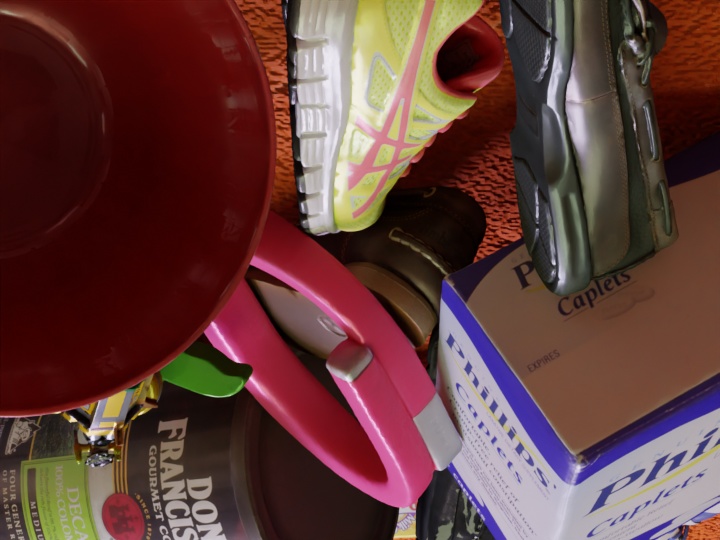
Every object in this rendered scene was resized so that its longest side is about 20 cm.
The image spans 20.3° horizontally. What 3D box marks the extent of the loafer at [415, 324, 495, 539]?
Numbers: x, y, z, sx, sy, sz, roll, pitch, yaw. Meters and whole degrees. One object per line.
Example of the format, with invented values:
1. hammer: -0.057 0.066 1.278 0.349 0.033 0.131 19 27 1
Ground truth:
1. loafer: 0.068 0.113 1.108 0.070 0.068 0.202 7 114 9

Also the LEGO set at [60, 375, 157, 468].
1. LEGO set: -0.187 0.032 0.892 0.199 0.155 0.116 -9 150 -23

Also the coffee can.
1. coffee can: -0.098 0.117 1.130 0.199 0.147 0.146 -10 152 34

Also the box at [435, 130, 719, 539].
1. box: 0.138 0.043 0.931 0.183 0.105 0.200 -28 156 -12

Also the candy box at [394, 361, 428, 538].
1. candy box: 0.062 0.102 1.161 0.198 0.103 0.026 -4 -165 15

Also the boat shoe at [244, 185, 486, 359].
1. boat shoe: 0.000 0.000 0.976 0.070 0.071 0.200 39 162 -20

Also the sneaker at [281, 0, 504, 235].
1. sneaker: 0.014 -0.073 0.828 0.090 0.079 0.200 -5 157 -3

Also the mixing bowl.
1. mixing bowl: -0.141 -0.051 0.796 0.199 0.202 0.108 12 -176 -18

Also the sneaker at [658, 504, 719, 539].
1. sneaker: 0.176 0.131 1.237 0.115 0.081 0.199 14 155 -37

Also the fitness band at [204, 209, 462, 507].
1. fitness band: -0.027 0.039 0.946 0.143 0.037 0.200 28 157 37

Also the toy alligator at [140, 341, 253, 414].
1. toy alligator: -0.150 0.033 0.985 0.199 0.059 0.055 1 113 17

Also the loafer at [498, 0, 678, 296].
1. loafer: 0.091 -0.082 0.781 0.062 0.072 0.201 -14 130 -9
